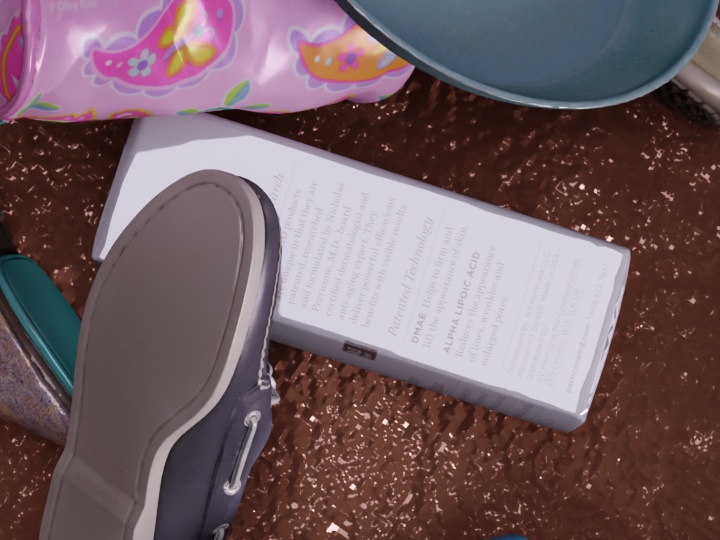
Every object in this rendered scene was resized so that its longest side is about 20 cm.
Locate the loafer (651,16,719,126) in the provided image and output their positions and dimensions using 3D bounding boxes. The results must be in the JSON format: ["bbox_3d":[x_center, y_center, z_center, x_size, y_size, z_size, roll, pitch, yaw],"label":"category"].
[{"bbox_3d":[0.103,-0.147,1.122,0.068,0.076,0.200,-38,84,-1],"label":"loafer"}]

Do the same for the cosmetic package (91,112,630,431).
[{"bbox_3d":[0.000,0.000,1.085,0.199,0.102,0.074,16,83,2],"label":"cosmetic package"}]

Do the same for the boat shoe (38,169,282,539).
[{"bbox_3d":[-0.066,0.048,1.037,0.073,0.063,0.201,38,121,33],"label":"boat shoe"}]

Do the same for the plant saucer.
[{"bbox_3d":[0.043,-0.140,1.034,0.199,0.036,0.201,14,57,-22],"label":"plant saucer"}]

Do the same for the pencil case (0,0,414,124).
[{"bbox_3d":[-0.068,-0.098,1.017,0.199,0.087,0.088,-8,81,-39],"label":"pencil case"}]

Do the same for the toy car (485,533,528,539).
[{"bbox_3d":[-0.022,0.191,0.985,0.184,0.200,0.178,-17,83,14],"label":"toy car"}]

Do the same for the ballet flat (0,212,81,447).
[{"bbox_3d":[-0.163,0.004,1.105,0.067,0.068,0.200,-34,79,13],"label":"ballet flat"}]
